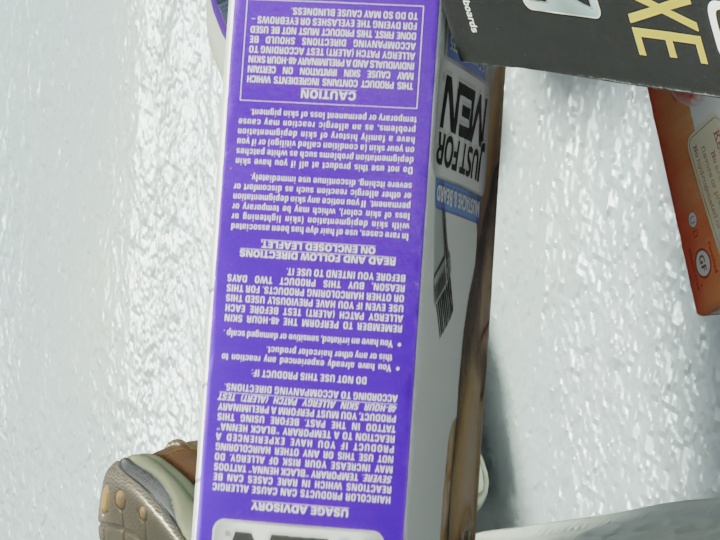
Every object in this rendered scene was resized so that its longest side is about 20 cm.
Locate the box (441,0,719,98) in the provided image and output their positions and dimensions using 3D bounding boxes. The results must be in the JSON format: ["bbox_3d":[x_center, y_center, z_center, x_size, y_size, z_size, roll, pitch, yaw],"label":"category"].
[{"bbox_3d":[0.063,-0.136,0.668,0.157,0.050,0.201,14,133,46],"label":"box"}]

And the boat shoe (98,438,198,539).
[{"bbox_3d":[-0.014,0.135,1.066,0.200,0.072,0.076,52,144,17],"label":"boat shoe"}]

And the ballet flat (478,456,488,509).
[{"bbox_3d":[0.008,0.088,1.009,0.071,0.070,0.201,-30,35,60],"label":"ballet flat"}]

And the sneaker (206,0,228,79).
[{"bbox_3d":[-0.007,-0.145,1.016,0.147,0.080,0.201,108,152,-42],"label":"sneaker"}]

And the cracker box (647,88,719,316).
[{"bbox_3d":[0.144,-0.081,0.754,0.200,0.057,0.135,-36,62,58],"label":"cracker box"}]

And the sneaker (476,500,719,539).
[{"bbox_3d":[0.080,0.153,0.884,0.200,0.080,0.147,-11,97,53],"label":"sneaker"}]

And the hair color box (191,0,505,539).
[{"bbox_3d":[0.000,0.000,0.807,0.109,0.064,0.201,14,-99,-78],"label":"hair color box"}]
